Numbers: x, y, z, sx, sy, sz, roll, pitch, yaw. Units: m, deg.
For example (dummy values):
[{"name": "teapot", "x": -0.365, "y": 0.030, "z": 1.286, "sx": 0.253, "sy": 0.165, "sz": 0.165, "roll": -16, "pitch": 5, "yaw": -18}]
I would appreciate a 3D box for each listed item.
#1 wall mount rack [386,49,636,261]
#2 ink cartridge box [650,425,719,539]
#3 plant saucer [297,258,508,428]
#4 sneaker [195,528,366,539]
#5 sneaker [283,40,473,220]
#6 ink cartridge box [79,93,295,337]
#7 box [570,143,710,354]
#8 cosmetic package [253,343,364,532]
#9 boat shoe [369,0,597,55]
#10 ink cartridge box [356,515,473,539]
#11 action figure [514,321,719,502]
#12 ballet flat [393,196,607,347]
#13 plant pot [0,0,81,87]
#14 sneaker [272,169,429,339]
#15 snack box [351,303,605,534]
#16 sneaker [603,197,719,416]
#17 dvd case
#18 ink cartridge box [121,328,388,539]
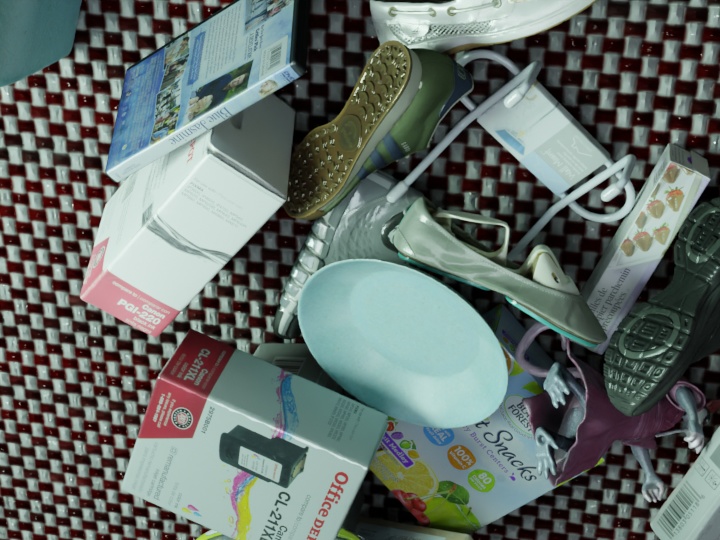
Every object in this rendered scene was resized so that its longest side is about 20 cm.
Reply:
[{"name": "wall mount rack", "x": 0.129, "y": -0.082, "z": 1.119, "sx": 0.200, "sy": 0.075, "sz": 0.174, "roll": 42, "pitch": 133, "yaw": -11}, {"name": "ink cartridge box", "x": 0.373, "y": 0.174, "z": 1.183, "sx": 0.050, "sy": 0.200, "sz": 0.162, "roll": 50, "pitch": 130, "yaw": 34}, {"name": "plant saucer", "x": 0.041, "y": 0.056, "z": 1.158, "sx": 0.201, "sy": 0.039, "sz": 0.201, "roll": 17, "pitch": 138, "yaw": 17}, {"name": "sneaker", "x": -0.090, "y": 0.291, "z": 1.258, "sx": 0.200, "sy": 0.081, "sz": 0.074, "roll": -9, "pitch": 118, "yaw": 21}, {"name": "sneaker", "x": 0.019, "y": -0.107, "z": 1.087, "sx": 0.090, "sy": 0.067, "sz": 0.200, "roll": 1, "pitch": 145, "yaw": -37}, {"name": "ink cartridge box", "x": -0.148, "y": -0.061, "z": 1.148, "sx": 0.085, "sy": 0.146, "sz": 0.200, "roll": 31, "pitch": 123, "yaw": -22}, {"name": "box", "x": 0.240, "y": -0.017, "z": 1.150, "sx": 0.039, "sy": 0.041, "sz": 0.200, "roll": 24, "pitch": 121, "yaw": -2}, {"name": "cosmetic package", "x": -0.058, "y": 0.181, "z": 1.295, "sx": 0.090, "sy": 0.107, "sz": 0.200, "roll": 1, "pitch": 118, "yaw": 14}, {"name": "boat shoe", "x": 0.099, "y": -0.220, "z": 1.046, "sx": 0.200, "sy": 0.071, "sz": 0.069, "roll": -14, "pitch": 117, "yaw": 22}, {"name": "ink cartridge box", "x": 0.018, "y": 0.328, "z": 1.281, "sx": 0.200, "sy": 0.165, "sz": 0.075, "roll": -7, "pitch": 123, "yaw": 55}, {"name": "action figure", "x": 0.237, "y": 0.125, "z": 1.187, "sx": 0.200, "sy": 0.149, "sz": 0.134, "roll": -7, "pitch": 148, "yaw": -30}, {"name": "ballet flat", "x": 0.126, "y": -0.002, "z": 1.101, "sx": 0.200, "sy": 0.067, "sz": 0.064, "roll": 25, "pitch": 102, "yaw": -1}, {"name": "plant pot", "x": -0.344, "y": -0.255, "z": 1.054, "sx": 0.196, "sy": 0.200, "sz": 0.196, "roll": 21, "pitch": 121, "yaw": 1}, {"name": "sneaker", "x": 0.000, "y": 0.000, "z": 1.197, "sx": 0.115, "sy": 0.075, "sz": 0.200, "roll": 23, "pitch": 121, "yaw": -4}, {"name": "snack box", "x": 0.107, "y": 0.152, "z": 1.262, "sx": 0.200, "sy": 0.068, "sz": 0.169, "roll": -36, "pitch": 106, "yaw": 26}, {"name": "sneaker", "x": 0.281, "y": 0.041, "z": 1.093, "sx": 0.091, "sy": 0.076, "sz": 0.200, "roll": 35, "pitch": 90, "yaw": -35}, {"name": "dvd case", "x": -0.125, "y": -0.165, "z": 1.091, "sx": 0.200, "sy": 0.143, "sz": 0.018, "roll": -26, "pitch": 130, "yaw": 25}, {"name": "ink cartridge box", "x": -0.094, "y": 0.164, "z": 1.184, "sx": 0.200, "sy": 0.083, "sz": 0.146, "roll": 23, "pitch": 122, "yaw": 2}]
